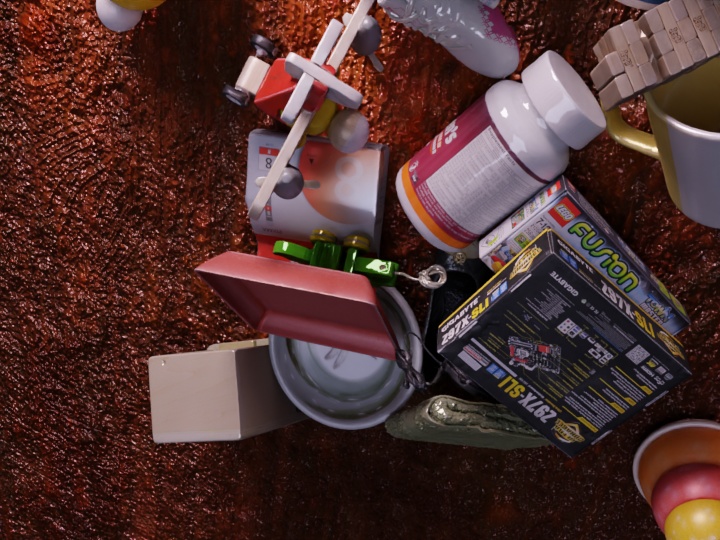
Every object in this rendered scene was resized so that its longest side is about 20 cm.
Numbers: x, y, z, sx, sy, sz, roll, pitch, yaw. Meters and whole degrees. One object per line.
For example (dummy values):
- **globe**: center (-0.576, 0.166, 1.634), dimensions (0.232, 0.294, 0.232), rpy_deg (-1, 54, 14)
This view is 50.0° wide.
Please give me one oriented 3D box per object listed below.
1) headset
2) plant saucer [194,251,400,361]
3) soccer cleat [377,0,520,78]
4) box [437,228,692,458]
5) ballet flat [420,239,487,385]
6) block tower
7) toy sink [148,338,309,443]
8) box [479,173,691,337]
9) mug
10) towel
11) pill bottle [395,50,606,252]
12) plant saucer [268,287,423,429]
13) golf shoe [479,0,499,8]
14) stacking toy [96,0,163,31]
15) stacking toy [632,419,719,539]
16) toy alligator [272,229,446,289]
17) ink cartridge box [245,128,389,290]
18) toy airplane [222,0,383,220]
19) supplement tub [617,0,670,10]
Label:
- **headset**: center (0.133, 0.093, 0.856), dimensions (0.195, 0.094, 0.126), rpy_deg (-2, 119, -17)
- **plant saucer**: center (-0.055, 0.038, 0.844), dimensions (0.195, 0.037, 0.201), rpy_deg (10, 159, 16)
- **soccer cleat**: center (0.064, -0.248, 0.734), dimensions (0.200, 0.086, 0.070), rpy_deg (46, 149, -4)
- **box**: center (0.199, 0.078, 0.765), dimensions (0.199, 0.050, 0.160), rpy_deg (37, 121, -14)
- **ballet flat**: center (0.107, 0.046, 0.897), dimensions (0.065, 0.057, 0.204), rpy_deg (13, 120, 11)
- **block tower**: center (0.280, -0.196, 0.606), dimensions (0.197, 0.058, 0.055), rpy_deg (-25, 90, 4)
- **toy sink**: center (-0.161, 0.149, 1.000), dimensions (0.128, 0.199, 0.115), rpy_deg (-7, 85, 23)
- **box**: center (0.223, 0.012, 0.771), dimensions (0.199, 0.035, 0.110), rpy_deg (42, 118, -16)
- **mug**: center (0.322, -0.130, 0.690), dimensions (0.147, 0.189, 0.154), rpy_deg (-26, 139, 3)
- **towel**: center (0.138, 0.179, 0.893), dimensions (0.195, 0.037, 0.148), rpy_deg (9, 160, -18)
- **pill bottle**: center (0.137, -0.115, 0.770), dimensions (0.110, 0.110, 0.199), rpy_deg (46, 122, -8)
- **plant saucer**: center (-0.015, 0.091, 0.951), dimensions (0.195, 0.050, 0.205), rpy_deg (3, 101, 17)
- **golf shoe**: center (0.092, -0.271, 0.674), dimensions (0.197, 0.078, 0.099), rpy_deg (-27, 111, -10)
- **stacking toy**: center (-0.230, -0.323, 0.793), dimensions (0.146, 0.147, 0.199), rpy_deg (46, 139, -8)
- **stacking toy**: center (0.372, 0.275, 0.839), dimensions (0.143, 0.201, 0.149), rpy_deg (8, 119, 15)
- **toy alligator**: center (0.000, 0.000, 0.849), dimensions (0.195, 0.061, 0.054), rpy_deg (11, 164, 13)
- **ink cartridge box**: center (-0.055, -0.050, 0.884), dimensions (0.158, 0.050, 0.205), rpy_deg (9, 103, 15)
- **toy airplane**: center (-0.041, -0.167, 0.763), dimensions (0.140, 0.202, 0.199), rpy_deg (31, 130, -28)
- **supplement tub**: center (0.255, -0.297, 0.561), dimensions (0.141, 0.200, 0.149), rpy_deg (1, 84, -11)
